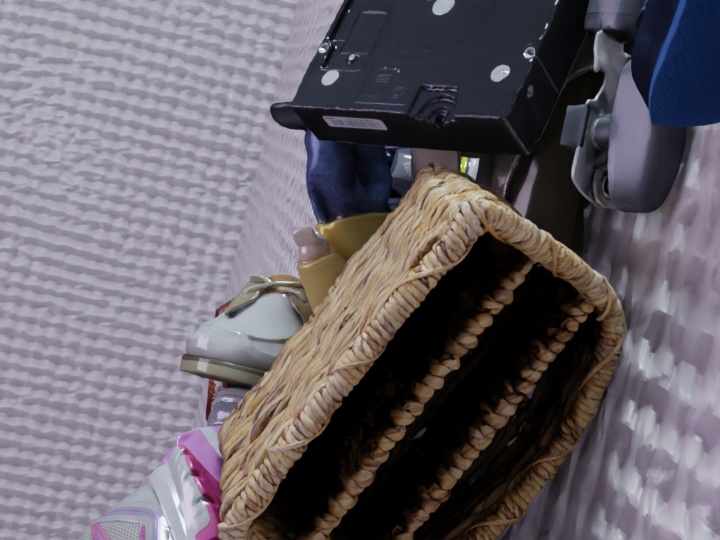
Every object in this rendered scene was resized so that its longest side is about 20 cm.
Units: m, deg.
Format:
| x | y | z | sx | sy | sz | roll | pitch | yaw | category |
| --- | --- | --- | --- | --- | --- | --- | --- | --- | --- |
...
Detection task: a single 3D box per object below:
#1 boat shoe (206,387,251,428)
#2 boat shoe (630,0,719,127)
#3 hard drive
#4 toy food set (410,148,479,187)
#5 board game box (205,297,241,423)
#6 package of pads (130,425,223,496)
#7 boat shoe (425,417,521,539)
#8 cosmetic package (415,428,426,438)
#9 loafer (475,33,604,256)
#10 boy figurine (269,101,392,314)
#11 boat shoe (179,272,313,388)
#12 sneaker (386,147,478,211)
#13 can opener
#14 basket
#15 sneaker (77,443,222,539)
| x | y | z | sx | sy | sz | roll | pitch | yaw | category |
| --- | --- | --- | --- | --- | --- | --- | --- | --- | --- |
| -0.053 | 0.159 | 0.904 | 0.065 | 0.074 | 0.202 | -55 | -34 | -49 | boat shoe |
| 0.149 | -0.146 | 0.627 | 0.200 | 0.084 | 0.069 | 117 | 152 | -46 | boat shoe |
| 0.063 | -0.152 | 0.815 | 0.140 | 0.038 | 0.200 | 7 | 62 | 37 | hard drive |
| 0.082 | -0.118 | 0.913 | 0.144 | 0.060 | 0.200 | 84 | -154 | -63 | toy food set |
| -0.064 | 0.094 | 1.026 | 0.019 | 0.103 | 0.200 | -34 | 16 | 7 | board game box |
| -0.060 | 0.193 | 0.817 | 0.121 | 0.200 | 0.076 | -47 | -19 | 28 | package of pads |
| 0.056 | 0.068 | 0.920 | 0.075 | 0.066 | 0.200 | 115 | 165 | -46 | boat shoe |
| 0.025 | 0.075 | 1.040 | 0.107 | 0.090 | 0.200 | 116 | 161 | -55 | cosmetic package |
| 0.101 | -0.036 | 0.841 | 0.070 | 0.075 | 0.200 | 49 | 133 | 40 | loafer |
| 0.000 | 0.000 | 0.888 | 0.124 | 0.064 | 0.200 | -14 | -81 | -62 | boy figurine |
| -0.054 | 0.035 | 0.934 | 0.200 | 0.075 | 0.069 | 5 | -82 | -79 | boat shoe |
| 0.041 | -0.065 | 1.135 | 0.200 | 0.081 | 0.074 | 155 | 129 | -78 | sneaker |
| 0.148 | -0.125 | 0.757 | 0.067 | 0.053 | 0.200 | 10 | 85 | 48 | can opener |
| 0.038 | 0.069 | 0.741 | 0.200 | 0.143 | 0.149 | -52 | 11 | 5 | basket |
| -0.077 | 0.176 | 0.704 | 0.081 | 0.088 | 0.200 | 55 | -177 | -41 | sneaker |
